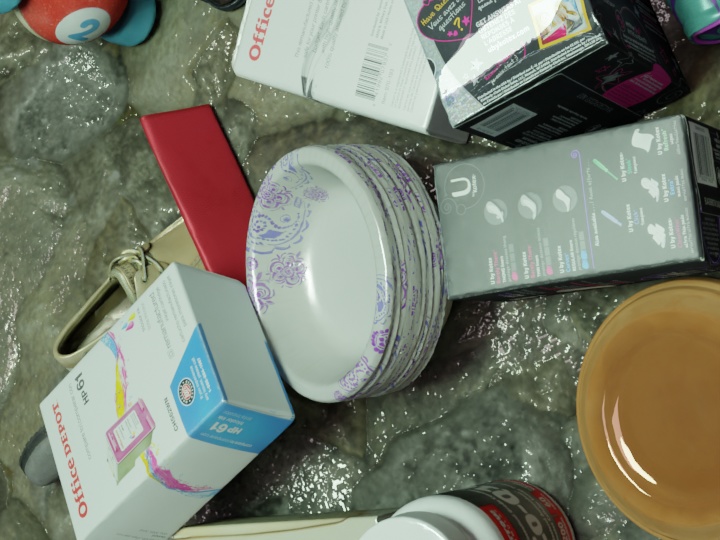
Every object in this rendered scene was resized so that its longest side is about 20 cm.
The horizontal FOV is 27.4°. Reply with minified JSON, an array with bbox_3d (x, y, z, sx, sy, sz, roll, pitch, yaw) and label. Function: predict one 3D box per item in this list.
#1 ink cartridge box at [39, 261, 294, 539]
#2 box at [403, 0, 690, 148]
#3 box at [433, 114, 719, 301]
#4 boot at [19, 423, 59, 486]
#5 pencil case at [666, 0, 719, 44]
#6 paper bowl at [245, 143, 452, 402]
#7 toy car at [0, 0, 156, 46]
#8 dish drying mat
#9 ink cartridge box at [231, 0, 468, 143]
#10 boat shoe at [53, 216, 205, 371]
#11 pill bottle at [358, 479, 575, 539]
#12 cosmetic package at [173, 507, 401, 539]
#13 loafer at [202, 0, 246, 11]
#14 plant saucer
[{"bbox_3d":[-0.164,0.117,1.212,0.200,0.084,0.146,-45,51,26],"label":"ink cartridge box"},{"bbox_3d":[0.138,-0.168,1.086,0.131,0.199,0.116,-27,74,24],"label":"box"},{"bbox_3d":[0.170,-0.041,1.106,0.198,0.122,0.108,-10,83,27],"label":"box"},{"bbox_3d":[-0.219,0.179,1.339,0.199,0.070,0.133,-37,70,24],"label":"boot"},{"bbox_3d":[0.248,-0.266,1.096,0.091,0.085,0.202,-18,75,-12],"label":"pencil case"},{"bbox_3d":[0.000,0.000,1.185,0.200,0.103,0.204,8,100,54],"label":"paper bowl"},{"bbox_3d":[-0.208,-0.282,1.271,0.198,0.183,0.180,10,92,40],"label":"toy car"},{"bbox_3d":[-0.126,-0.054,1.300,0.018,0.076,0.202,-46,65,51],"label":"dish drying mat"},{"bbox_3d":[0.008,-0.204,1.225,0.198,0.083,0.147,20,98,28],"label":"ink cartridge box"},{"bbox_3d":[-0.191,0.014,1.308,0.200,0.065,0.072,-47,53,-3],"label":"boat shoe"},{"bbox_3d":[0.078,0.221,1.101,0.112,0.199,0.116,-1,87,28],"label":"pill bottle"},{"bbox_3d":[-0.046,0.240,1.224,0.197,0.103,0.074,-9,83,27],"label":"cosmetic package"},{"bbox_3d":[-0.086,-0.318,1.293,0.072,0.063,0.201,43,107,23],"label":"loafer"},{"bbox_3d":[0.242,0.107,1.089,0.198,0.037,0.204,2,94,38],"label":"plant saucer"}]
